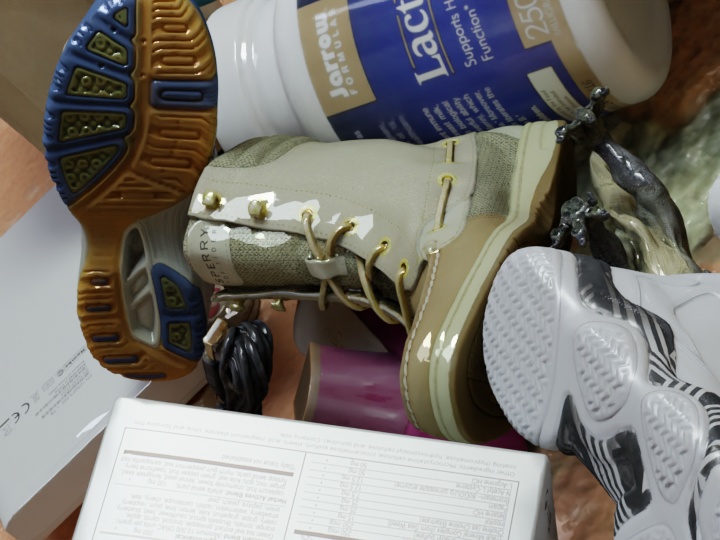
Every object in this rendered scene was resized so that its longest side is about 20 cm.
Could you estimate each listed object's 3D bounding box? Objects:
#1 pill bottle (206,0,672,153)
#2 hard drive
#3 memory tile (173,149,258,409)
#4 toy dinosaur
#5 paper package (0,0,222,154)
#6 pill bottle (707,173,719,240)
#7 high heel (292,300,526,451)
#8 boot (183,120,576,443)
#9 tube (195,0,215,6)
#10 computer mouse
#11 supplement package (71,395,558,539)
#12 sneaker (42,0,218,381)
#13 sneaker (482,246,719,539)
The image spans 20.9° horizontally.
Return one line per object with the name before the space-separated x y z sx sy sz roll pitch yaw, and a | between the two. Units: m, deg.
pill bottle | 0.032 -0.106 0.894 0.199 0.116 0.116 -17 45 27
hard drive | -0.156 0.037 1.012 0.132 0.026 0.200 -43 37 3
memory tile | -0.113 0.019 1.023 0.152 0.017 0.201 -22 44 28
toy dinosaur | 0.110 -0.019 0.789 0.047 0.088 0.201 -35 39 16
paper package | -0.156 -0.145 1.055 0.103 0.190 0.200 -44 28 9
pill bottle | 0.225 -0.065 0.702 0.200 0.112 0.112 -50 38 -5
high heel | 0.020 0.028 0.883 0.201 0.095 0.068 -88 13 -58
boot | 0.000 0.000 0.786 0.153 0.073 0.200 1 31 15
tube | -0.014 -0.179 0.937 0.199 0.050 0.078 -15 36 37
computer mouse | -0.037 0.121 0.816 0.043 0.110 0.201 -4 54 -8
supplement package | -0.022 0.172 0.638 0.149 0.152 0.201 6 60 13
sneaker | -0.097 -0.051 0.876 0.075 0.201 0.088 8 36 2
sneaker | 0.127 0.060 0.637 0.200 0.114 0.076 57 139 48
